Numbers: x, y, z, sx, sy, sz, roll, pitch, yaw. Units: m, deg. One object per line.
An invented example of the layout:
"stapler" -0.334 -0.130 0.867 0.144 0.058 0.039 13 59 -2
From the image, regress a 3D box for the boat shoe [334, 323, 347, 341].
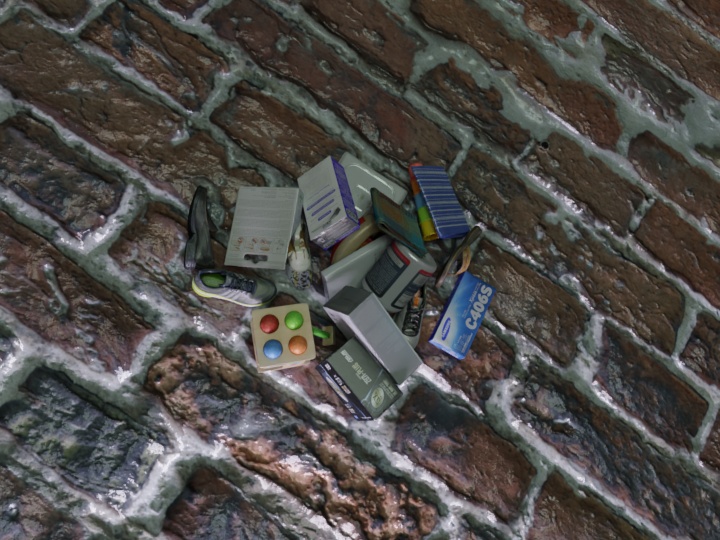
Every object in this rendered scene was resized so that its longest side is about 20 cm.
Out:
"boat shoe" 0.012 0.166 1.419 0.200 0.062 0.075 44 76 -15

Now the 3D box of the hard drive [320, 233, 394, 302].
"hard drive" 0.000 0.000 1.423 0.199 0.132 0.027 -31 56 -18

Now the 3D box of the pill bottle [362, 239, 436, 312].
"pill bottle" 0.074 0.028 1.397 0.119 0.120 0.200 39 109 0

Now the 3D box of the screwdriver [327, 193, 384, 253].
"screwdriver" -0.012 -0.120 1.474 0.029 0.028 0.200 37 87 26

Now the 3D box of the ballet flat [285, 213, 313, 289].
"ballet flat" -0.155 -0.056 1.434 0.071 0.072 0.202 -7 78 -13

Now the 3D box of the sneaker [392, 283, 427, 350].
"sneaker" 0.121 0.107 1.447 0.073 0.079 0.202 12 76 -11

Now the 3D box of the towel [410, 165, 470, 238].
"towel" 0.207 -0.177 1.530 0.144 0.024 0.201 -10 75 -48

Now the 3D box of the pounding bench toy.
"pounding bench toy" -0.141 0.147 1.340 0.198 0.156 0.125 -8 78 -14

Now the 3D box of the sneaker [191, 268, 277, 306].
"sneaker" -0.293 0.037 1.374 0.198 0.081 0.075 6 75 -10

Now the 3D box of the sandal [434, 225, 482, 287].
"sandal" 0.259 -0.031 1.512 0.054 0.082 0.200 38 64 8

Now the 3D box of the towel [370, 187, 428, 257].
"towel" 0.087 -0.119 1.393 0.146 0.200 0.022 33 114 -20

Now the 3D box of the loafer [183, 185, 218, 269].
"loafer" -0.373 -0.099 1.402 0.072 0.073 0.202 6 85 -19

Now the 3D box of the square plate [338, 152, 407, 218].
"square plate" -0.003 -0.181 1.518 0.197 0.028 0.201 33 72 -3

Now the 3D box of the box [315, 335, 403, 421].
"box" -0.009 0.245 1.321 0.086 0.200 0.164 -38 87 -18

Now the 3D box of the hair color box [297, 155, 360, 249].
"hair color box" -0.078 -0.163 1.417 0.109 0.065 0.201 -31 51 22

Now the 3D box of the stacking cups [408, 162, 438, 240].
"stacking cups" 0.161 -0.180 1.539 0.060 0.061 0.202 -12 77 -15

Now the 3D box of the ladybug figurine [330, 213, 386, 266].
"ladybug figurine" -0.004 -0.064 1.437 0.200 0.136 0.072 -45 58 5

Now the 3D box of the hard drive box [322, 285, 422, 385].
"hard drive box" 0.024 0.139 1.303 0.077 0.156 0.201 -40 109 -15

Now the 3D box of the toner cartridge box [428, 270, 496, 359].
"toner cartridge box" 0.258 0.112 1.493 0.095 0.043 0.201 29 73 -3

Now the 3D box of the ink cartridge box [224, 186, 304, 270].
"ink cartridge box" -0.227 -0.100 1.409 0.160 0.050 0.202 4 79 16
